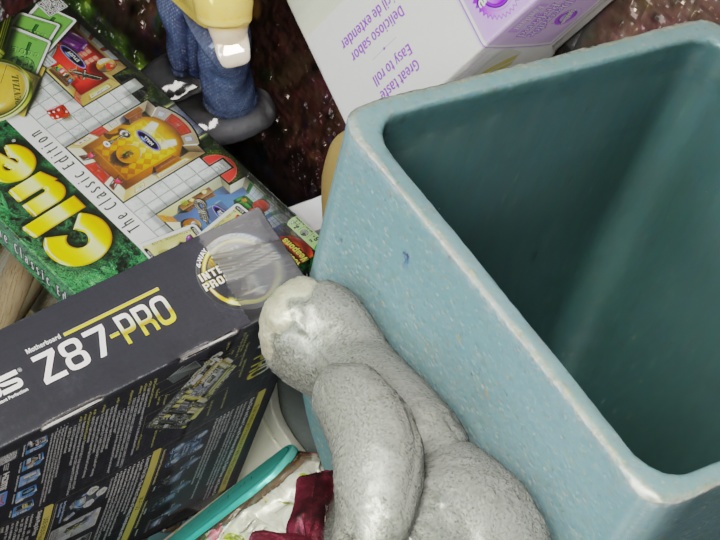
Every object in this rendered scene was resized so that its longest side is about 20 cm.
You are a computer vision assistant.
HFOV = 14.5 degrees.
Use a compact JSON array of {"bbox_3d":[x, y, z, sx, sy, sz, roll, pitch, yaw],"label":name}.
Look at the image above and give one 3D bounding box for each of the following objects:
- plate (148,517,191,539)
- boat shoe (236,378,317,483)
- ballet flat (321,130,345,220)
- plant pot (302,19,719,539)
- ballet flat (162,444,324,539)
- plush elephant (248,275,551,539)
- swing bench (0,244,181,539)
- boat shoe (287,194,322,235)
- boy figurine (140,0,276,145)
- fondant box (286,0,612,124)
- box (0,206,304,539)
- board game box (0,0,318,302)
[{"bbox_3d":[-0.056,0.187,1.318,0.200,0.026,0.200,7,100,42],"label":"plate"},{"bbox_3d":[-0.040,0.071,1.259,0.073,0.062,0.200,-39,71,23],"label":"boat shoe"},{"bbox_3d":[0.023,0.035,1.199,0.069,0.063,0.200,-3,123,25],"label":"ballet flat"},{"bbox_3d":[0.091,0.053,1.101,0.196,0.196,0.200,52,140,27],"label":"plant pot"},{"bbox_3d":[-0.083,0.149,1.191,0.200,0.076,0.064,-34,99,13],"label":"ballet flat"},{"bbox_3d":[-0.016,0.127,0.980,0.200,0.155,0.165,34,139,48],"label":"plush elephant"},{"bbox_3d":[-0.168,0.053,1.358,0.199,0.130,0.200,132,143,-59],"label":"swing bench"},{"bbox_3d":[0.000,0.000,1.270,0.200,0.070,0.066,-21,80,38],"label":"boat shoe"},{"bbox_3d":[-0.078,-0.142,1.259,0.200,0.064,0.124,81,165,-50],"label":"boy figurine"},{"bbox_3d":[0.020,-0.171,1.225,0.144,0.058,0.200,-41,68,42],"label":"fondant box"},{"bbox_3d":[-0.111,0.068,1.121,0.049,0.161,0.200,58,156,18],"label":"box"},{"bbox_3d":[-0.116,-0.039,1.253,0.200,0.105,0.023,42,153,27],"label":"board game box"}]
